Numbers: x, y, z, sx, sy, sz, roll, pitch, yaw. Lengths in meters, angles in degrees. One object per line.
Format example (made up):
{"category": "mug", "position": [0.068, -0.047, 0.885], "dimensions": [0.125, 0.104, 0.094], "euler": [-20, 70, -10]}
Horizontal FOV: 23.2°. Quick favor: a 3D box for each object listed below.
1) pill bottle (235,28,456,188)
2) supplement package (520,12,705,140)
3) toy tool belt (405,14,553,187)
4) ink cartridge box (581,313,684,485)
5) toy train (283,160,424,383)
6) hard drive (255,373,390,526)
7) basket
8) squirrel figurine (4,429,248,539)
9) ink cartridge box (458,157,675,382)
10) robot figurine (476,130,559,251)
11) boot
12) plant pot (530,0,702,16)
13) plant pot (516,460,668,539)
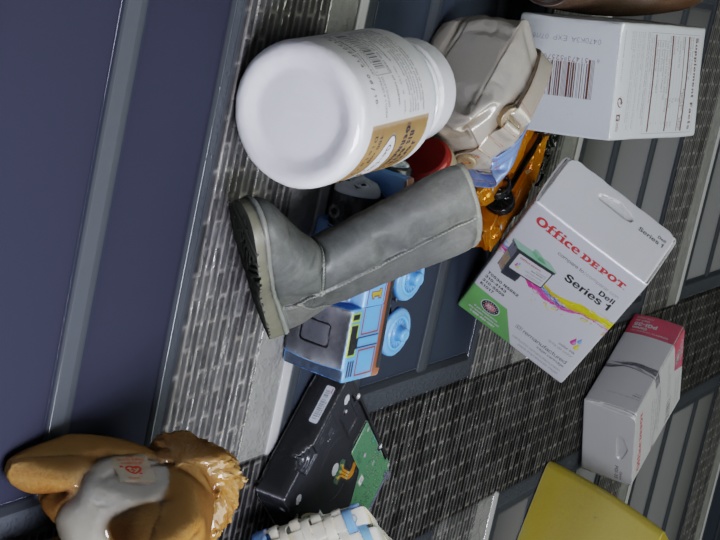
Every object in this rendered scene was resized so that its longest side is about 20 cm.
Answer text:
{"category": "pill bottle", "position": [-0.004, -0.134, 1.400], "dimensions": [0.200, 0.114, 0.115], "euler": [-22, 126, -60]}
{"category": "supplement package", "position": [0.253, -0.197, 1.783], "dimensions": [0.200, 0.116, 0.118], "euler": [-8, 106, -56]}
{"category": "toy tool belt", "position": [0.108, -0.132, 1.638], "dimensions": [0.201, 0.124, 0.123], "euler": [-64, 149, -24]}
{"category": "ink cartridge box", "position": [0.390, 0.183, 2.514], "dimensions": [0.200, 0.082, 0.147], "euler": [-51, 148, -42]}
{"category": "toy train", "position": [0.000, 0.000, 1.541], "dimensions": [0.114, 0.086, 0.201], "euler": [-12, 116, -57]}
{"category": "hard drive", "position": [-0.032, 0.196, 1.657], "dimensions": [0.140, 0.038, 0.200], "euler": [-62, 153, -23]}
{"category": "basket", "position": [-0.051, 0.302, 1.553], "dimensions": [0.199, 0.139, 0.176], "euler": [-31, 151, -1]}
{"category": "squirrel figurine", "position": [-0.166, 0.216, 1.262], "dimensions": [0.200, 0.141, 0.188], "euler": [-28, 137, -55]}
{"category": "ink cartridge box", "position": [0.213, 0.002, 1.837], "dimensions": [0.084, 0.145, 0.200], "euler": [-50, 175, -41]}
{"category": "robot figurine", "position": [0.156, -0.129, 1.823], "dimensions": [0.200, 0.058, 0.145], "euler": [-59, 153, -27]}
{"category": "boot", "position": [0.001, -0.034, 1.411], "dimensions": [0.199, 0.073, 0.182], "euler": [-20, 153, -6]}
{"category": "plant pot", "position": [0.244, -0.333, 1.764], "dimensions": [0.200, 0.186, 0.188], "euler": [-24, 128, -42]}
{"category": "plant pot", "position": [0.318, 0.404, 2.391], "dimensions": [0.201, 0.176, 0.200], "euler": [-66, 155, -14]}
